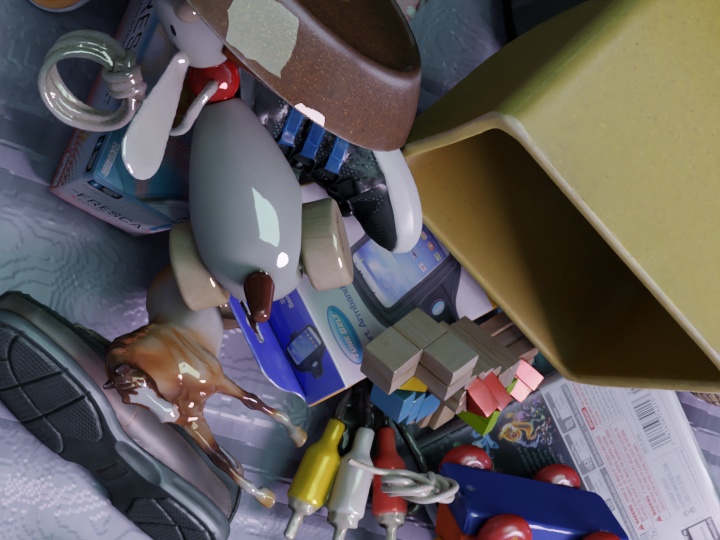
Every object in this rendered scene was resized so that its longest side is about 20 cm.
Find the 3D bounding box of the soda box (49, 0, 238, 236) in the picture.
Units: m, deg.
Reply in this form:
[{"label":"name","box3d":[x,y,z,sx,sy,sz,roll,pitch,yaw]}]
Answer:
[{"label":"soda box","box3d":[-0.107,-0.124,0.824,0.063,0.068,0.201,29,70,-29]}]

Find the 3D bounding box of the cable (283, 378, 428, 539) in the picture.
[{"label":"cable","box3d":[0.009,0.079,0.889,0.097,0.050,0.201,11,81,-16]}]

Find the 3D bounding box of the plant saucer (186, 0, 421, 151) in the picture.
[{"label":"plant saucer","box3d":[-0.034,-0.147,0.702,0.200,0.034,0.201,40,24,-22]}]

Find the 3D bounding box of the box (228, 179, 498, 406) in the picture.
[{"label":"box","box3d":[0.000,0.000,0.854,0.200,0.041,0.119,-24,86,-51]}]

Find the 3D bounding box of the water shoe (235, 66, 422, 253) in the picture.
[{"label":"water shoe","box3d":[-0.041,-0.084,0.797,0.079,0.071,0.200,-35,103,-16]}]

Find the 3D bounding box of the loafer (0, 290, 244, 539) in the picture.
[{"label":"loafer","box3d":[-0.139,0.080,0.798,0.200,0.072,0.063,52,42,-25]}]

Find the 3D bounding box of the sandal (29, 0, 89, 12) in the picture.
[{"label":"sandal","box3d":[-0.141,-0.219,0.746,0.079,0.207,0.059,32,32,-14]}]

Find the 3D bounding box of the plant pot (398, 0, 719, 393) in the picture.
[{"label":"plant pot","box3d":[0.163,-0.070,0.805,0.194,0.195,0.200,47,73,-11]}]

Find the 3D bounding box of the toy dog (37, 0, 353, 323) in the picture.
[{"label":"toy dog","box3d":[-0.069,-0.053,0.714,0.132,0.096,0.200,-32,114,10]}]

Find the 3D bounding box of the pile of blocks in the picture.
[{"label":"pile of blocks","box3d":[0.060,0.073,0.843,0.082,0.062,0.200,-57,157,13]}]

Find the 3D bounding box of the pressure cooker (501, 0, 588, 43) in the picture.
[{"label":"pressure cooker","box3d":[0.220,-0.193,0.962,0.176,0.200,0.179,-45,109,-30]}]

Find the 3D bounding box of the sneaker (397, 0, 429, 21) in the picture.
[{"label":"sneaker","box3d":[0.014,-0.163,0.898,0.104,0.075,0.201,1,76,-30]}]

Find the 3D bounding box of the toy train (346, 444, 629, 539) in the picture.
[{"label":"toy train","box3d":[0.056,0.175,0.865,0.199,0.085,0.116,14,113,-26]}]

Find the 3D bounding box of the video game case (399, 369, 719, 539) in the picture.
[{"label":"video game case","box3d":[0.148,0.166,0.941,0.181,0.023,0.201,-26,102,0]}]

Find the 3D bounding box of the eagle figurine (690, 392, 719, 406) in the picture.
[{"label":"eagle figurine","box3d":[0.278,0.096,0.970,0.200,0.151,0.151,-31,143,-42]}]

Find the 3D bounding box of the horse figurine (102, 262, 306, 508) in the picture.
[{"label":"horse figurine","box3d":[-0.084,0.041,0.808,0.132,0.050,0.200,39,32,-22]}]

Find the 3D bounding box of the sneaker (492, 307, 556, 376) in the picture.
[{"label":"sneaker","box3d":[0.130,0.047,0.976,0.081,0.074,0.201,6,94,9]}]
